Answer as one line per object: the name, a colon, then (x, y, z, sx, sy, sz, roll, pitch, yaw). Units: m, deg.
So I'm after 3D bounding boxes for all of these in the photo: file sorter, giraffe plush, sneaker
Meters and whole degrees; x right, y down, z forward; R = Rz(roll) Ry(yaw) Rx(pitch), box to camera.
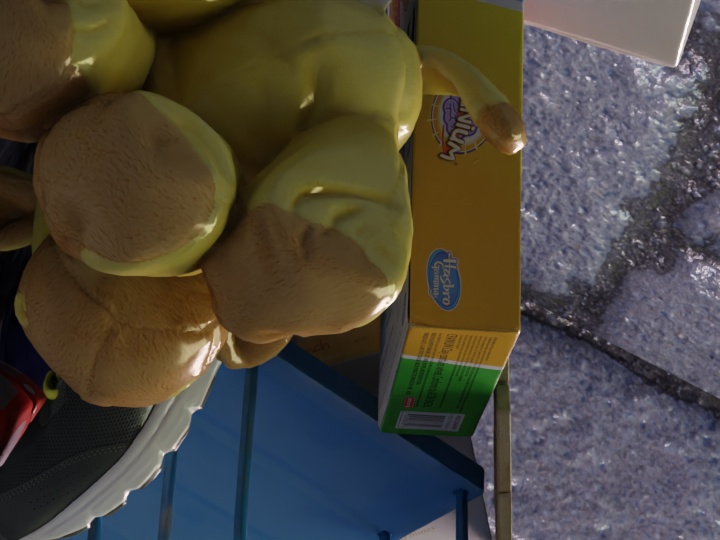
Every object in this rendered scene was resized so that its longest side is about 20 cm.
file sorter: (-0.065, 0.142, 0.899, 0.199, 0.138, 0.123, -33, -141, 32)
giraffe plush: (-0.063, -0.027, 0.709, 0.200, 0.173, 0.162, -35, 169, -51)
sneaker: (-0.090, 0.013, 0.828, 0.200, 0.084, 0.074, -51, -160, -4)

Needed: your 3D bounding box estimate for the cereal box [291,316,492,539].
cereal box: (-0.017, 0.097, 0.987, 0.201, 0.143, 0.040, 75, -1, -48)

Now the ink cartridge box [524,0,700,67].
ink cartridge box: (0.129, -0.210, 0.880, 0.146, 0.083, 0.201, 94, 16, -56)

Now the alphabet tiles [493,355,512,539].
alphabet tiles: (0.060, 0.078, 0.913, 0.200, 0.007, 0.169, -76, 165, -77)

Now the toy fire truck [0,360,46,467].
toy fire truck: (-0.192, 0.132, 0.834, 0.141, 0.048, 0.201, -25, 139, -84)

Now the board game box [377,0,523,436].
board game box: (0.034, -0.051, 0.834, 0.153, 0.040, 0.202, 102, -9, -72)

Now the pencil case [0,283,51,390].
pencil case: (-0.090, 0.043, 1.031, 0.078, 0.087, 0.200, -37, 159, 19)

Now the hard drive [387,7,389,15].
hard drive: (0.038, -0.133, 1.150, 0.201, 0.025, 0.133, -82, 167, -57)
